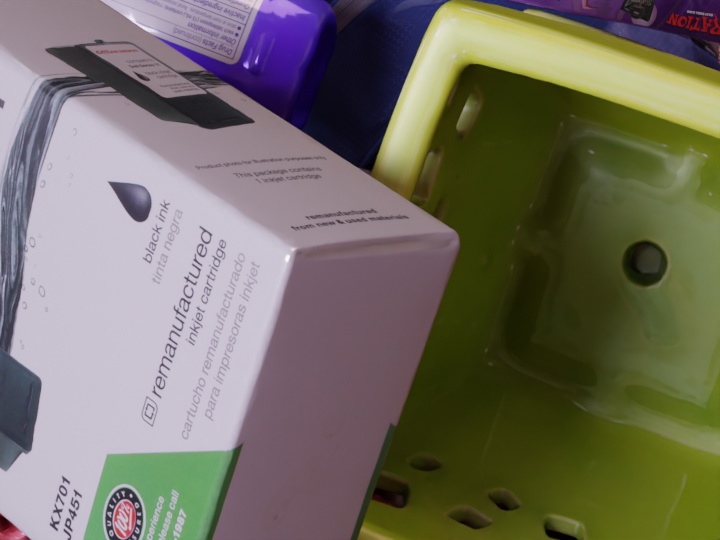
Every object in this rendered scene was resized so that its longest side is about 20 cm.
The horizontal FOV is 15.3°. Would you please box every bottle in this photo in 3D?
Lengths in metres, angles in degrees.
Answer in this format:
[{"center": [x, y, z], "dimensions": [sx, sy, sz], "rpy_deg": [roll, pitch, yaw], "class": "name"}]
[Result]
[{"center": [-0.110, -0.111, 1.076], "dimensions": [0.199, 0.066, 0.084], "rpy_deg": [21, 0, 6], "class": "bottle"}]

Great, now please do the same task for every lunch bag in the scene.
[{"center": [0.073, -0.076, 1.196], "dimensions": [0.199, 0.136, 0.133], "rpy_deg": [10, 58, -25], "class": "lunch bag"}]

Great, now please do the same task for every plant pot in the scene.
[{"center": [0.101, 0.016, 0.979], "dimensions": [0.198, 0.201, 0.181], "rpy_deg": [20, 14, 7], "class": "plant pot"}]

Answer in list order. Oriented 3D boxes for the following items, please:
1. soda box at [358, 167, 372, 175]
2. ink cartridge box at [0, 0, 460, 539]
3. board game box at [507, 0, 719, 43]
[{"center": [0.000, 0.000, 1.096], "dimensions": [0.199, 0.070, 0.063], "rpy_deg": [11, 21, -24], "class": "soda box"}, {"center": [-0.081, 0.009, 0.889], "dimensions": [0.200, 0.148, 0.083], "rpy_deg": [33, 25, 36], "class": "ink cartridge box"}, {"center": [0.075, -0.139, 1.091], "dimensions": [0.119, 0.033, 0.200], "rpy_deg": [14, 17, -24], "class": "board game box"}]
